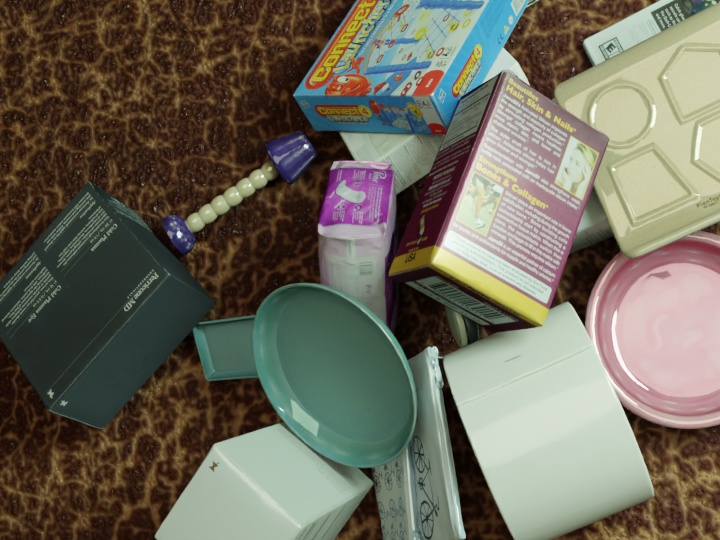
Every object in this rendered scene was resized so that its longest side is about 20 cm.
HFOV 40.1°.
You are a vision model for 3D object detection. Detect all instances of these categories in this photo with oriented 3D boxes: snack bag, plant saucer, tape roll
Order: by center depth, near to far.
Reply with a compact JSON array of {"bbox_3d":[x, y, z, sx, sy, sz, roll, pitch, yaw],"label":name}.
[{"bbox_3d":[0.179,0.150,0.960,0.137,0.203,0.205,-24,75,7],"label":"tape roll"},{"bbox_3d":[-0.024,0.100,0.976,0.198,0.027,0.203,20,126,29],"label":"plant saucer"},{"bbox_3d":[0.048,0.189,1.001,0.021,0.200,0.192,-3,76,-20],"label":"snack bag"},{"bbox_3d":[0.333,0.061,1.020,0.197,0.051,0.204,-3,79,14],"label":"plant saucer"},{"bbox_3d":[-0.112,0.082,1.086,0.198,0.019,0.071,-9,98,43],"label":"plant saucer"}]

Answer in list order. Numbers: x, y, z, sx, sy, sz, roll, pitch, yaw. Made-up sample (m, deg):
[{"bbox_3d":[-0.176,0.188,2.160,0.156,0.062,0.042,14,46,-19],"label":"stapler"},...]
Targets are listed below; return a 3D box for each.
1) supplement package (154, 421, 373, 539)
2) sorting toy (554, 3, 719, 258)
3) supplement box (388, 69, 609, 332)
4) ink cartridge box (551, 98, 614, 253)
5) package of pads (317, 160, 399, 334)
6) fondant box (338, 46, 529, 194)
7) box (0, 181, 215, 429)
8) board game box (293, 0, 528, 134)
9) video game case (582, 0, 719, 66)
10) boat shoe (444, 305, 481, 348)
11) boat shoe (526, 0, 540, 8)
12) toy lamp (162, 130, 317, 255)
[{"bbox_3d":[-0.091,0.241,1.000,0.117,0.200,0.118,39,103,17],"label":"supplement package"},{"bbox_3d":[0.306,-0.134,0.961,0.183,0.036,0.203,-25,71,18],"label":"sorting toy"},{"bbox_3d":[0.130,-0.061,0.931,0.130,0.103,0.202,28,75,-16],"label":"supplement box"},{"bbox_3d":[0.273,-0.124,1.034,0.198,0.083,0.147,-23,76,19],"label":"ink cartridge box"},{"bbox_3d":[0.000,0.000,1.022,0.074,0.202,0.122,2,43,5],"label":"package of pads"},{"bbox_3d":[0.073,-0.183,1.092,0.198,0.058,0.145,-33,40,5],"label":"fondant box"},{"bbox_3d":[-0.303,0.040,1.133,0.200,0.104,0.182,-47,59,2],"label":"box"},{"bbox_3d":[0.054,-0.241,1.071,0.194,0.056,0.202,8,58,40],"label":"board game box"},{"bbox_3d":[0.368,-0.207,1.079,0.180,0.023,0.202,-26,74,8],"label":"video game case"},{"bbox_3d":[0.112,-0.004,1.050,0.061,0.076,0.202,-4,42,-2],"label":"boat shoe"},{"bbox_3d":[0.237,-0.352,1.112,0.197,0.074,0.061,-22,75,12],"label":"boat shoe"},{"bbox_3d":[-0.140,-0.096,1.163,0.198,0.058,0.059,-32,74,5],"label":"toy lamp"}]
